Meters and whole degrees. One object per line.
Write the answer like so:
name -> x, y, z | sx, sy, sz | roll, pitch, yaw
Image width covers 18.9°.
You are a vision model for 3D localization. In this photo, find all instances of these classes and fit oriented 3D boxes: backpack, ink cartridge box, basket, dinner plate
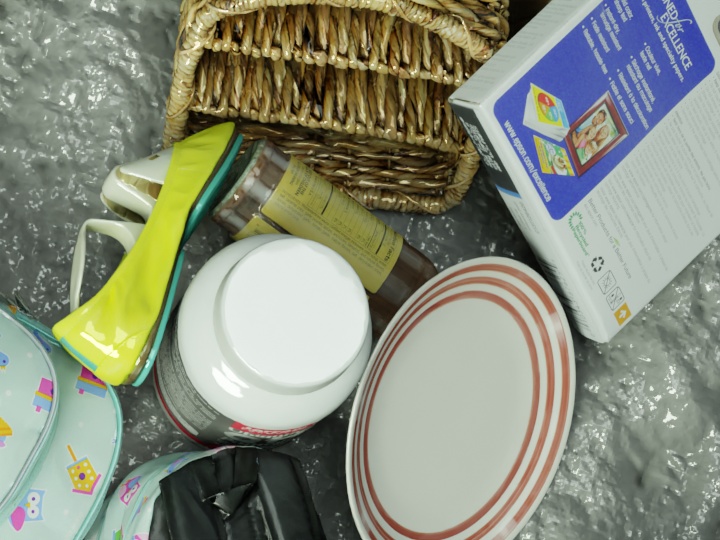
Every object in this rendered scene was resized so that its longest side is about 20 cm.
backpack -> -0.084, 0.201, 1.233 | 0.166, 0.126, 0.201 | -5, 82, -39
ink cartridge box -> 0.171, -0.092, 1.338 | 0.200, 0.047, 0.198 | -43, 122, -18
backpack -> -0.234, 0.093, 1.217 | 0.200, 0.153, 0.176 | 30, 70, -13
basket -> -0.012, -0.129, 1.320 | 0.199, 0.143, 0.150 | 9, 75, -11
dinner plate -> 0.058, 0.088, 1.299 | 0.200, 0.024, 0.201 | -16, 113, -43

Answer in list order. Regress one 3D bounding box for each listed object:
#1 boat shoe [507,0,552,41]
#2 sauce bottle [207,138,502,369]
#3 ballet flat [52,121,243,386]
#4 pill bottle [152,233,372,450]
boat shoe -> 0.135, -0.120, 1.390 | 0.064, 0.071, 0.201 | -3, 93, -21
sauce bottle -> 0.000, 0.000, 1.329 | 0.200, 0.065, 0.065 | 38, 72, -15
ballet flat -> -0.124, -0.023, 1.245 | 0.067, 0.067, 0.200 | 26, 51, -8
pill bottle -> -0.055, 0.041, 1.241 | 0.110, 0.200, 0.111 | 2, 78, -11
